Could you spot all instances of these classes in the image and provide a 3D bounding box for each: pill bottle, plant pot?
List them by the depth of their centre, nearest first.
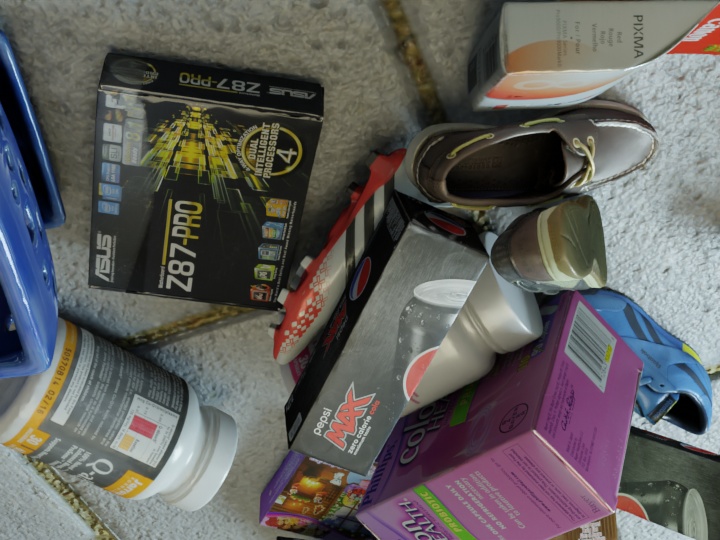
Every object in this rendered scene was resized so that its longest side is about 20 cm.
[{"bbox_3d":[-0.316,-0.050,0.758,0.198,0.180,0.201,-6,133,2],"label":"plant pot"},{"bbox_3d":[0.041,0.055,0.914,0.199,0.114,0.113,-29,127,21],"label":"pill bottle"},{"bbox_3d":[-0.214,0.130,0.967,0.199,0.117,0.116,32,123,-27],"label":"pill bottle"}]

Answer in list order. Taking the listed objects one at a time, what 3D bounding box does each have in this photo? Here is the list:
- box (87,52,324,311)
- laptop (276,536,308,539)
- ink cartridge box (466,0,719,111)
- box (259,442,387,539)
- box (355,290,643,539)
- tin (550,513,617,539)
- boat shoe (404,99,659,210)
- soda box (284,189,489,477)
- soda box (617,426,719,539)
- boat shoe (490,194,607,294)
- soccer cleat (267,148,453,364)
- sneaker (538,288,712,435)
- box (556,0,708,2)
[{"bbox_3d":[-0.122,-0.061,0.846,0.160,0.049,0.201,9,132,-9],"label":"box"},{"bbox_3d":[0.050,0.287,1.139,0.199,0.104,0.178,-3,138,35],"label":"laptop"},{"bbox_3d":[0.178,-0.137,0.730,0.198,0.162,0.051,2,90,-1],"label":"ink cartridge box"},{"bbox_3d":[0.014,0.226,1.114,0.199,0.039,0.137,18,129,-18],"label":"box"},{"bbox_3d":[0.117,0.139,0.919,0.097,0.176,0.200,44,129,-13],"label":"box"},{"bbox_3d":[0.166,0.242,1.037,0.111,0.042,0.199,-7,167,37],"label":"tin"},{"bbox_3d":[0.135,-0.081,0.808,0.199,0.060,0.072,-7,114,-17],"label":"boat shoe"},{"bbox_3d":[0.015,0.049,0.815,0.070,0.063,0.201,22,110,-16],"label":"soda box"},{"bbox_3d":[0.259,0.182,0.979,0.063,0.199,0.071,14,90,-45],"label":"soda box"},{"bbox_3d":[0.145,-0.018,0.836,0.066,0.201,0.072,-9,88,20],"label":"boat shoe"},{"bbox_3d":[0.000,0.000,0.858,0.085,0.069,0.201,32,102,1],"label":"soccer cleat"},{"bbox_3d":[0.240,0.083,0.975,0.199,0.079,0.066,31,126,-25],"label":"sneaker"},{"bbox_3d":[0.214,-0.251,0.656,0.198,0.107,0.153,-2,132,-1],"label":"box"}]
